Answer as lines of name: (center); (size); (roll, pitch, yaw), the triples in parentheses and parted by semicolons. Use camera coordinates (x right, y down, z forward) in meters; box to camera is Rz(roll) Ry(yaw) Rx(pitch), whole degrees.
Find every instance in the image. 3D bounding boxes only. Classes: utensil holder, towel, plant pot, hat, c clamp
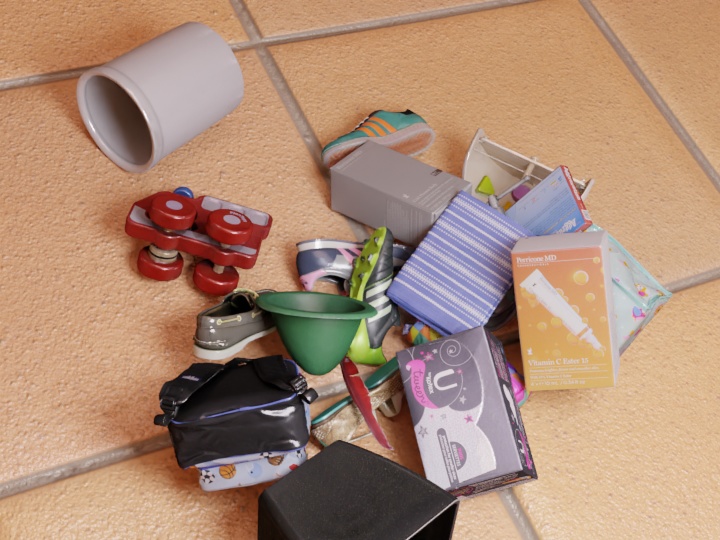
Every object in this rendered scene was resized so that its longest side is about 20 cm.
utensil holder: (-0.302, -0.268, 1.831); (0.170, 0.170, 0.200); (40, 52, 14)
towel: (0.147, -0.003, 1.707); (0.145, 0.024, 0.200); (33, 73, 13)
plant pot: (-0.019, 0.331, 1.465); (0.199, 0.200, 0.177); (-31, 54, -31)
hat: (-0.062, 0.131, 1.621); (0.166, 0.200, 0.176); (1, 99, -21)
c clamp: (0.203, -0.017, 1.770); (0.027, 0.171, 0.200); (7, 63, -40)

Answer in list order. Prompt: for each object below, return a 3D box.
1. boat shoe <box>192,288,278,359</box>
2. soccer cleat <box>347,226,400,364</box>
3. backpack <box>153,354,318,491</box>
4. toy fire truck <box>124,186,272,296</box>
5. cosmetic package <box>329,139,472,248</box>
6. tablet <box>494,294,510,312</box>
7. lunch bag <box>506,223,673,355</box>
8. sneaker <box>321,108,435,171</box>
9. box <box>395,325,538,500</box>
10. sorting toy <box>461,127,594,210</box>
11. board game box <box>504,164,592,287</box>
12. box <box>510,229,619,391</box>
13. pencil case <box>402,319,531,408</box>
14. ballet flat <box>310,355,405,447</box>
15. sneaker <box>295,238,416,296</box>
boat shoe: (-0.163, 0.060, 1.651); (0.072, 0.060, 0.202); (10, 22, 23)
soccer cleat: (0.023, 0.038, 1.726); (0.081, 0.068, 0.200); (18, 80, -26)
backpack: (-0.145, 0.185, 1.531); (0.200, 0.154, 0.191); (-6, 19, 1)
toy fire truck: (-0.235, -0.061, 1.747); (0.200, 0.112, 0.168); (16, 29, -4)
cosmetic package: (0.060, -0.114, 1.826); (0.200, 0.090, 0.107); (27, 46, 26)
tablet: (0.218, -0.016, 1.879); (0.130, 0.014, 0.200); (32, 53, 9)
lunch bag: (0.323, 0.034, 1.761); (0.200, 0.170, 0.122); (45, 35, 17)
sneaker: (0.017, -0.212, 1.938); (0.200, 0.071, 0.080); (-16, 49, -25)
box: (0.139, 0.192, 1.592); (0.132, 0.115, 0.200); (-18, 68, 14)
sorting toy: (0.233, -0.094, 1.876); (0.200, 0.107, 0.180); (26, 71, 12)
board game box: (0.248, -0.055, 1.758); (0.019, 0.200, 0.103); (8, 53, -39)
box: (0.283, 0.055, 1.645); (0.124, 0.200, 0.097); (-5, 13, 17)
pencil case: (0.153, 0.129, 1.712); (0.200, 0.088, 0.088); (44, 56, 15)
ballet flat: (0.014, 0.186, 1.657); (0.200, 0.071, 0.065); (-34, 96, -29)
sneaker: (0.000, 0.000, 1.788); (0.200, 0.070, 0.082); (2, 78, -16)
